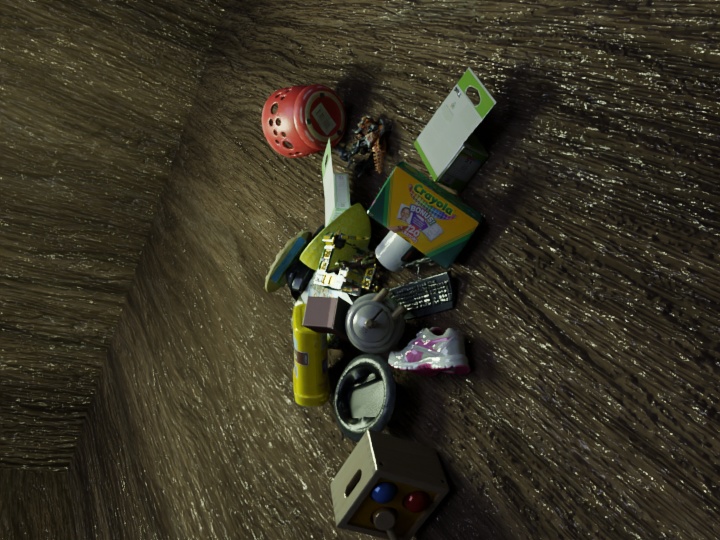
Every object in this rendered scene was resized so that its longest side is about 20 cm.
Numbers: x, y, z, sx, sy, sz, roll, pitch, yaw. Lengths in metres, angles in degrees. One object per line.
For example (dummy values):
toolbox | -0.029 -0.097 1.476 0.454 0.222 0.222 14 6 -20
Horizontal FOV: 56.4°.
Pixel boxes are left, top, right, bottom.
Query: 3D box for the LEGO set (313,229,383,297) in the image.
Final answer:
LEGO set | 0.000 0.000 1.493 0.116 0.200 0.154 10 72 50

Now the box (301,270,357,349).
box | -0.071 0.080 1.683 0.137 0.038 0.200 -57 42 24

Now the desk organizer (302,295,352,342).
desk organizer | -0.045 0.115 1.482 0.077 0.200 0.072 2 73 25

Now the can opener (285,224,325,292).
can opener | -0.134 -0.030 1.798 0.078 0.063 0.201 18 69 28

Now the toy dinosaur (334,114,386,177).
toy dinosaur | 0.016 -0.315 1.692 0.136 0.102 0.200 -39 22 20

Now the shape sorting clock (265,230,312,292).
shape sorting clock | -0.197 -0.026 1.829 0.200 0.039 0.200 -54 -7 -10

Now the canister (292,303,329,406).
canister | -0.118 0.195 1.588 0.149 0.086 0.201 -103 12 -63

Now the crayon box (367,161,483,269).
crayon box | 0.129 -0.111 1.340 0.119 0.200 0.058 -57 -4 25

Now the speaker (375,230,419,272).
speaker | 0.116 -0.087 1.444 0.200 0.081 0.081 -50 40 33

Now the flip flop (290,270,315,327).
flip flop | -0.165 0.059 1.830 0.081 0.057 0.201 -9 66 55

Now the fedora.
fedora | 0.032 0.270 1.411 0.200 0.091 0.202 -25 57 46

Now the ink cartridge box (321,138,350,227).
ink cartridge box | -0.064 -0.216 1.727 0.146 0.048 0.201 119 150 -67

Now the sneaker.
sneaker | 0.136 0.158 1.321 0.199 0.081 0.089 -10 67 46

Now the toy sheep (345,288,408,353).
toy sheep | 0.031 0.107 1.392 0.137 0.200 0.139 -2 81 11

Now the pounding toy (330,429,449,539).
pounding toy | 0.056 0.436 1.247 0.201 0.183 0.142 -59 23 23

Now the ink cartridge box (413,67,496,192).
ink cartridge box | 0.214 -0.288 1.387 0.200 0.075 0.148 -52 38 29

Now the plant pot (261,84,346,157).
plant pot | -0.149 -0.426 1.894 0.182 0.200 0.202 3 79 49

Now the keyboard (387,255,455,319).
keyboard | 0.122 0.032 1.417 0.200 0.021 0.128 -20 75 52

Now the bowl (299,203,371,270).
bowl | -0.039 -0.055 1.621 0.108 0.200 0.200 48 128 4
